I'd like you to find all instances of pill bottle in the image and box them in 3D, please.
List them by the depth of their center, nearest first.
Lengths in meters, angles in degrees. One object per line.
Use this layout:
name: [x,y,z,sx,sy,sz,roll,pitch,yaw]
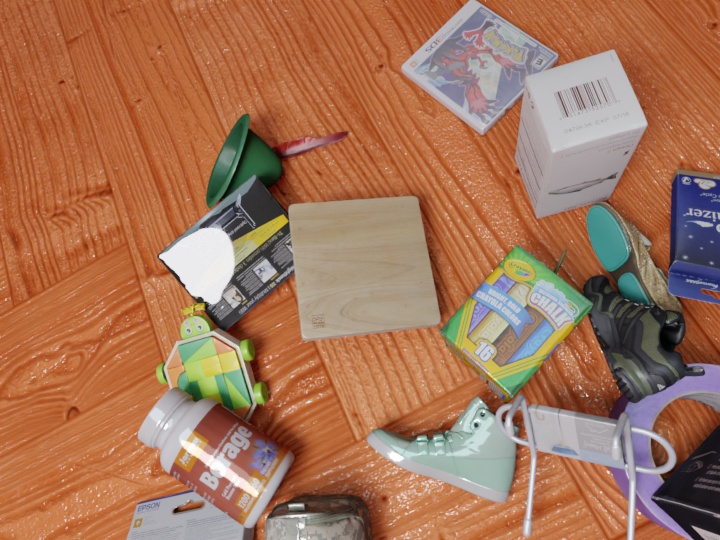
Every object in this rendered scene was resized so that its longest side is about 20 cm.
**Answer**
pill bottle: [-0.201,0.252,0.735,0.199,0.112,0.113,32,81,4]

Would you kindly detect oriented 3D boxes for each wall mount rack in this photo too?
wall mount rack: [0.241,0.231,0.599,0.198,0.176,0.074,1,28,39]

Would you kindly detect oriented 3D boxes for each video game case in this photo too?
video game case: [0.200,-0.353,0.905,0.182,0.023,0.200,-44,69,-3]

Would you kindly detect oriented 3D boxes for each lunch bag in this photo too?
lunch bag: [-0.057,0.389,0.651,0.137,0.168,0.203,-7,72,11]

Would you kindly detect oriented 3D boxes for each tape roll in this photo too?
tape roll: [0.410,0.219,0.640,0.197,0.085,0.203,-4,71,13]

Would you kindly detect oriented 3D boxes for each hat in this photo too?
hat: [-0.152,-0.164,0.927,0.199,0.174,0.168,-34,44,48]

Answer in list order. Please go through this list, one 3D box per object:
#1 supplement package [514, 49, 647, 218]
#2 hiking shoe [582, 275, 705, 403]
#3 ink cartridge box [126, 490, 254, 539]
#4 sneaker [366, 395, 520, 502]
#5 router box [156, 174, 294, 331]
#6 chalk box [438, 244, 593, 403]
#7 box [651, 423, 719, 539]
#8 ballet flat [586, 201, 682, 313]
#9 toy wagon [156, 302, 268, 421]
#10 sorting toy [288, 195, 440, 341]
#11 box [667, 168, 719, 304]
supplement package: [0.291,-0.176,0.731,0.115,0.200,0.119,-15,69,8]
hiking shoe: [0.351,0.073,0.670,0.100,0.076,0.201,-21,35,19]
ink cartridge box: [-0.246,0.409,0.735,0.194,0.044,0.201,-15,36,9]
sneaker: [0.114,0.218,0.714,0.198,0.074,0.120,16,83,8]
router box: [-0.191,-0.027,0.842,0.199,0.052,0.158,-39,98,-2]
chalk box: [0.220,0.060,0.714,0.200,0.125,0.124,-46,68,-3]
box: [0.413,0.196,0.495,0.200,0.197,0.117,-44,69,-3]
ballet flat: [0.383,-0.006,0.738,0.064,0.071,0.202,-9,71,-19]
toy wagon: [-0.234,0.151,0.806,0.153,0.040,0.203,-16,94,8]
sorting toy: [0.000,0.000,0.789,0.197,0.070,0.201,-5,72,-10]
box: [0.483,-0.047,0.708,0.120,0.033,0.202,12,61,16]
